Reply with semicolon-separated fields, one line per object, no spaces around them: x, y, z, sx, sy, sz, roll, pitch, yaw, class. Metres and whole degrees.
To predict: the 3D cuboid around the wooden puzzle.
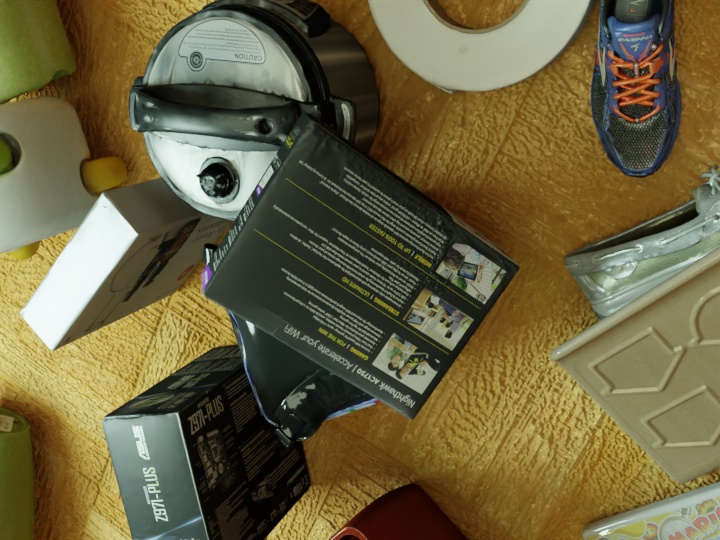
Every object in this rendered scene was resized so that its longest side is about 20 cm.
0.281;0.072;0.716;0.199;0.047;0.184;40;124;-20;wooden puzzle

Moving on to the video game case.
0.318;0.281;0.772;0.198;0.023;0.185;-30;85;34;video game case

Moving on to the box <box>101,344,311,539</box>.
-0.138;0.179;0.854;0.084;0.200;0.167;-8;101;22;box

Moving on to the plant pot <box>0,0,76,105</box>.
-0.372;-0.254;0.858;0.197;0.201;0.187;-15;109;24;plant pot

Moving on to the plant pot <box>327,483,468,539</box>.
0.027;0.323;0.839;0.200;0.176;0.200;46;115;4;plant pot

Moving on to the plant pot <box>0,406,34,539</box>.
-0.455;0.265;1.033;0.184;0.187;0.204;19;95;16;plant pot

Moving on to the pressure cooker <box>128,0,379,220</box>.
-0.085;-0.134;0.754;0.175;0.200;0.180;-37;88;26;pressure cooker

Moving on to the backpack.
-0.012;0.034;0.795;0.187;0.154;0.203;-12;109;23;backpack

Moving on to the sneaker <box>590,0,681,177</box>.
0.211;-0.173;0.692;0.074;0.078;0.205;-1;103;22;sneaker

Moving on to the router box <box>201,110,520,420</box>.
0.000;0.000;0.676;0.198;0.051;0.150;33;99;-18;router box

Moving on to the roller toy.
-0.352;-0.081;0.886;0.180;0.199;0.143;-11;101;36;roller toy

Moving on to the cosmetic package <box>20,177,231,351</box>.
-0.201;-0.019;0.829;0.052;0.200;0.151;47;116;5;cosmetic package

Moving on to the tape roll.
0.099;-0.252;0.739;0.199;0.037;0.208;6;106;20;tape roll

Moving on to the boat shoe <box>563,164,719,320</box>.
0.258;-0.035;0.713;0.201;0.074;0.065;-37;93;32;boat shoe
